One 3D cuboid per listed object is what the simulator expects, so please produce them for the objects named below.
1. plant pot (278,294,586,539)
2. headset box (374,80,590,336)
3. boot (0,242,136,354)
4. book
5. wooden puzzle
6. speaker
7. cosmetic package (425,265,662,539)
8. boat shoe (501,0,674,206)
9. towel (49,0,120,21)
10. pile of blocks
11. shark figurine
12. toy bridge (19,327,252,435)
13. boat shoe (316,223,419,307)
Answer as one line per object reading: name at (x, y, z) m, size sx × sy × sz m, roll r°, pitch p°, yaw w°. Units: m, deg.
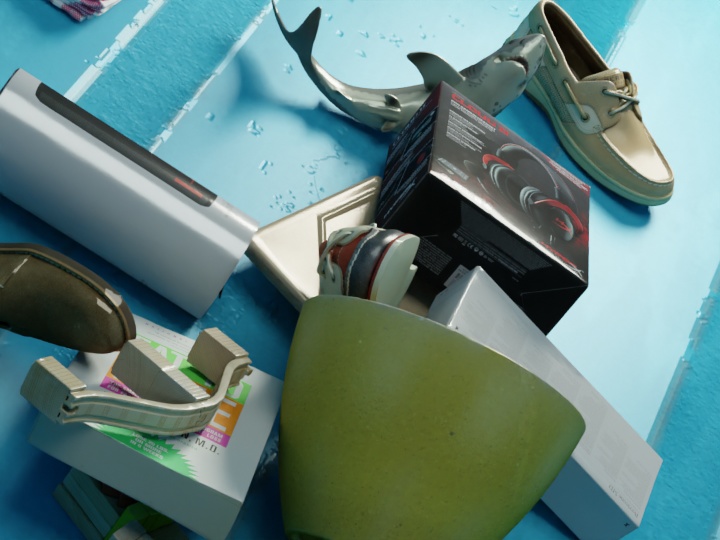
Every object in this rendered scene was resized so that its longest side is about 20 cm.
plant pot at (0.026, 0.125, 1.671) m, size 0.200 × 0.200 × 0.142 m, roll 28°, pitch 74°, yaw -11°
headset box at (0.093, -0.047, 1.950) m, size 0.148 × 0.075 × 0.200 m, roll 35°, pitch 24°, yaw -11°
boot at (-0.234, 0.022, 1.626) m, size 0.199 × 0.074 × 0.075 m, roll 17°, pitch 43°, yaw 23°
book at (-0.125, 0.093, 1.636) m, size 0.133 × 0.048 × 0.200 m, roll 28°, pitch 18°, yaw -3°
wooden puzzle at (0.020, 0.023, 1.890) m, size 0.185 × 0.037 × 0.200 m, roll 47°, pitch 34°, yaw 14°
speaker at (-0.169, -0.050, 1.777) m, size 0.200 × 0.081 × 0.081 m, roll 33°, pitch 37°, yaw -4°
cosmetic package at (0.122, 0.099, 1.837) m, size 0.200 × 0.051 × 0.083 m, roll 46°, pitch 34°, yaw -11°
boat shoe at (0.196, -0.139, 2.172) m, size 0.071 × 0.065 × 0.200 m, roll -21°, pitch 64°, yaw -48°
towel at (-0.249, -0.281, 2.001) m, size 0.200 × 0.030 × 0.146 m, roll 37°, pitch 36°, yaw 1°
pile of blocks at (-0.121, 0.183, 1.579) m, size 0.082 × 0.062 × 0.200 m, roll 7°, pitch 46°, yaw -33°
shark figurine at (0.028, -0.143, 2.058) m, size 0.214 × 0.129 × 0.090 m, roll 8°, pitch 17°, yaw -8°
toy bridge at (-0.121, 0.071, 1.592) m, size 0.067 × 0.027 × 0.200 m, roll 38°, pitch 22°, yaw 22°
boat shoe at (0.000, 0.000, 1.740) m, size 0.062 × 0.071 × 0.200 m, roll 30°, pitch -2°, yaw 3°
